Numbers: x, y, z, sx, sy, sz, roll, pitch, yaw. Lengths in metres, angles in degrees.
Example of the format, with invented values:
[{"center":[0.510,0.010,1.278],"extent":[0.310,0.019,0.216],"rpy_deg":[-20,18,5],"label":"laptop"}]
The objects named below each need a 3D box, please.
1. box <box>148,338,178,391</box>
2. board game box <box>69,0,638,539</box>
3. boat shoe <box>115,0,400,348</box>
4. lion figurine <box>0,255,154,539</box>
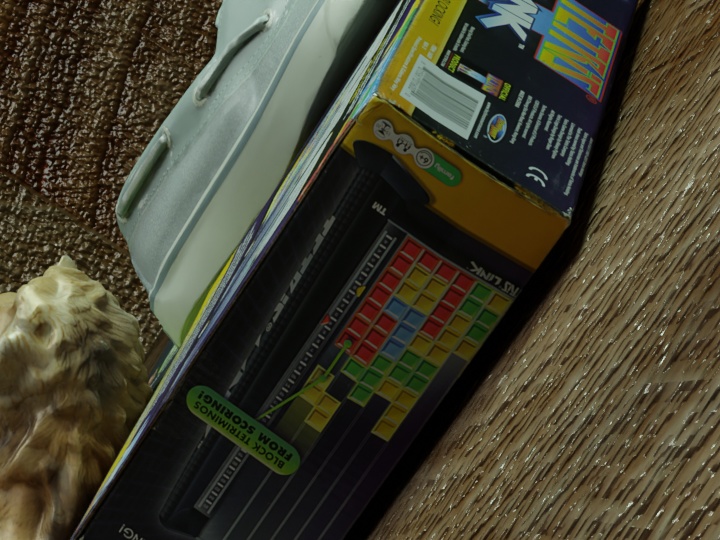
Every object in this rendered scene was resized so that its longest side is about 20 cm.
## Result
[{"center":[-0.003,-0.027,1.034],"extent":[0.200,0.049,0.161],"rpy_deg":[-53,5,31],"label":"box"},{"center":[0.000,0.000,0.763],"extent":[0.166,0.057,0.200],"rpy_deg":[-57,3,25],"label":"board game box"},{"center":[-0.018,-0.064,0.898],"extent":[0.070,0.072,0.201],"rpy_deg":[-7,-39,-47],"label":"boat shoe"},{"center":[-0.097,0.103,0.812],"extent":[0.123,0.072,0.201],"rpy_deg":[114,163,-51],"label":"lion figurine"}]
